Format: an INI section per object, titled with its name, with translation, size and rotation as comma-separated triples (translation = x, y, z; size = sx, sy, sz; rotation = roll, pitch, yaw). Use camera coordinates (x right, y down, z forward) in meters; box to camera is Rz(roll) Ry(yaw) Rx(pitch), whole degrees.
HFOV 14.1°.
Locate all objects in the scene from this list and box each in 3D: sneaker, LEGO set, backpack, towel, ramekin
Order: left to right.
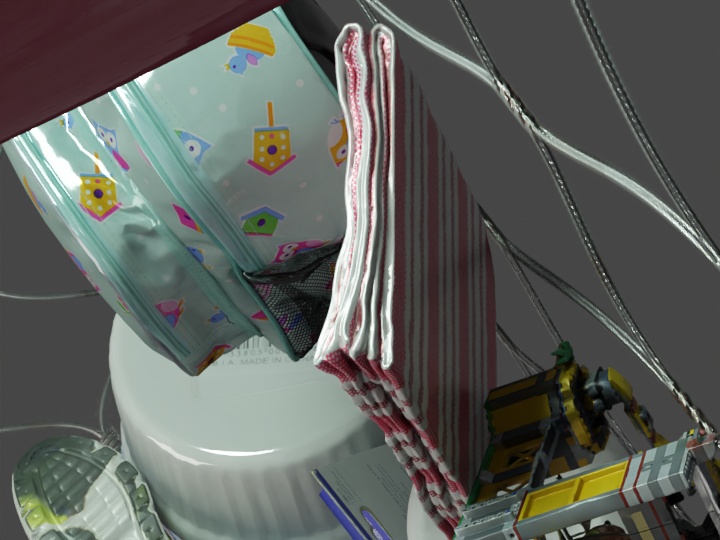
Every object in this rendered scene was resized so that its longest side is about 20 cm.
[sneaker]
translation = -0.131, 0.181, 1.675
size = 0.200, 0.074, 0.085
rotation = 46, 157, 21
[backpack]
translation = -0.070, -0.064, 1.234
size = 0.176, 0.153, 0.200
rotation = 55, 170, 25
[ramekin]
translation = -0.050, 0.060, 1.690
size = 0.201, 0.200, 0.098
rotation = 49, 166, 32
[towel]
translation = 0.022, 0.012, 1.152
size = 0.200, 0.030, 0.147
rotation = 60, -152, -59
[LEGO set]
translation = 0.127, 0.122, 1.148
size = 0.201, 0.116, 0.154
rotation = 66, -158, -9

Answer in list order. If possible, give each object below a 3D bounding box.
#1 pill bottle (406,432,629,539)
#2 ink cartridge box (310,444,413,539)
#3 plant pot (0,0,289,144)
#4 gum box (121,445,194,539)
[pill bottle]
translation = 0.082, 0.133, 1.427
size = 0.114, 0.114, 0.200
rotation = 51, 176, 11
[ink cartridge box]
translation = 0.048, 0.137, 1.608
size = 0.100, 0.039, 0.200
rotation = 52, -150, 18
[plant pot]
translation = -0.071, -0.119, 0.628
size = 0.200, 0.179, 0.200
rotation = 50, 175, 6
[gum box]
translation = -0.014, 0.123, 1.741
size = 0.170, 0.200, 0.045
rotation = 49, 159, 35
